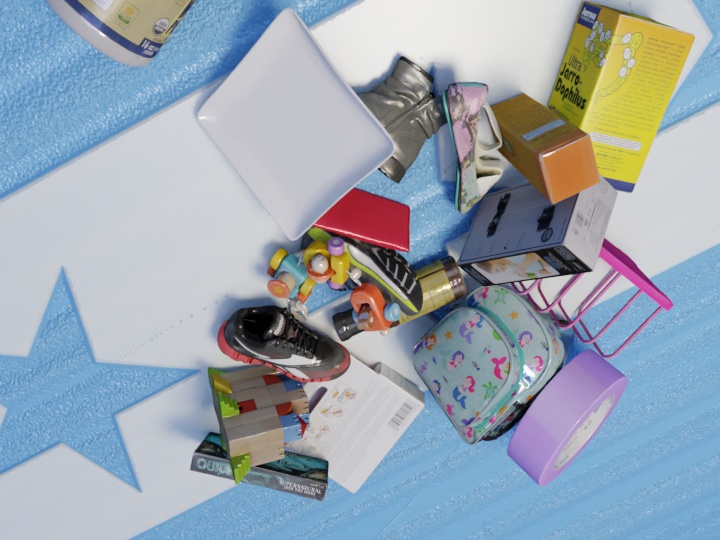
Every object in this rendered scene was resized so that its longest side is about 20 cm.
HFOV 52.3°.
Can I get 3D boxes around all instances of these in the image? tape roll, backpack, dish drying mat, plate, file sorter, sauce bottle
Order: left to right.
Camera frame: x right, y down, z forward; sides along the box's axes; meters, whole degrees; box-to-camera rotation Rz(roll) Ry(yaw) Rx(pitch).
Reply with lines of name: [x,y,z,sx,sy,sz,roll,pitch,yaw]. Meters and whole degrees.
plate: [-0.078,-0.169,0.875,0.198,0.032,0.201,-37,95,34]
dish drying mat: [-0.025,-0.080,0.976,0.195,0.079,0.018,15,145,-17]
sauce bottle: [0.054,0.044,1.055,0.195,0.065,0.066,-22,119,4]
backpack: [0.182,0.124,1.042,0.200,0.179,0.150,-43,151,14]
tape roll: [0.302,0.215,1.068,0.198,0.065,0.203,-35,148,-25]
file sorter: [0.307,0.010,1.037,0.198,0.140,0.126,32,110,-23]

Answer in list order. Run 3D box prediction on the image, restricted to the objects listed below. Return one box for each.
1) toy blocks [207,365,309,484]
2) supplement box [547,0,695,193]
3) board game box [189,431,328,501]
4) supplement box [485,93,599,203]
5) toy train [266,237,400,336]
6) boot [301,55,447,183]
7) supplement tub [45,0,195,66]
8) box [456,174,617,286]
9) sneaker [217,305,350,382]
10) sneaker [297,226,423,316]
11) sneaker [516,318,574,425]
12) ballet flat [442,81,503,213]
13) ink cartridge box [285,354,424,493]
toy blocks: [-0.133,0.199,1.039,0.133,0.200,0.103,-9,119,-17]
supplement box: [0.316,-0.221,0.937,0.106,0.110,0.205,8,115,-14]
board game box: [-0.143,0.287,1.083,0.194,0.135,0.029,14,89,-2]
supplement box: [0.218,-0.157,0.902,0.067,0.201,0.068,-24,119,0]
toy train: [-0.050,0.036,0.975,0.196,0.056,0.153,-3,121,38]
boot: [0.019,-0.219,0.926,0.198,0.068,0.132,37,94,-24]
supplement tub: [-0.227,-0.336,0.766,0.143,0.145,0.200,37,106,-24]
box: [0.222,-0.052,0.943,0.060,0.198,0.119,33,67,-24]
sneaker: [-0.101,0.101,1.029,0.195,0.072,0.098,17,146,-9]
sneaker: [0.000,0.000,1.007,0.198,0.074,0.082,37,123,2]
sneaker: [0.293,0.171,1.143,0.076,0.091,0.205,8,115,-13]
ballet flat: [0.148,-0.152,0.941,0.069,0.070,0.203,-2,136,12]
ink cartridge box: [-0.022,0.227,1.147,0.172,0.044,0.202,34,108,-8]
